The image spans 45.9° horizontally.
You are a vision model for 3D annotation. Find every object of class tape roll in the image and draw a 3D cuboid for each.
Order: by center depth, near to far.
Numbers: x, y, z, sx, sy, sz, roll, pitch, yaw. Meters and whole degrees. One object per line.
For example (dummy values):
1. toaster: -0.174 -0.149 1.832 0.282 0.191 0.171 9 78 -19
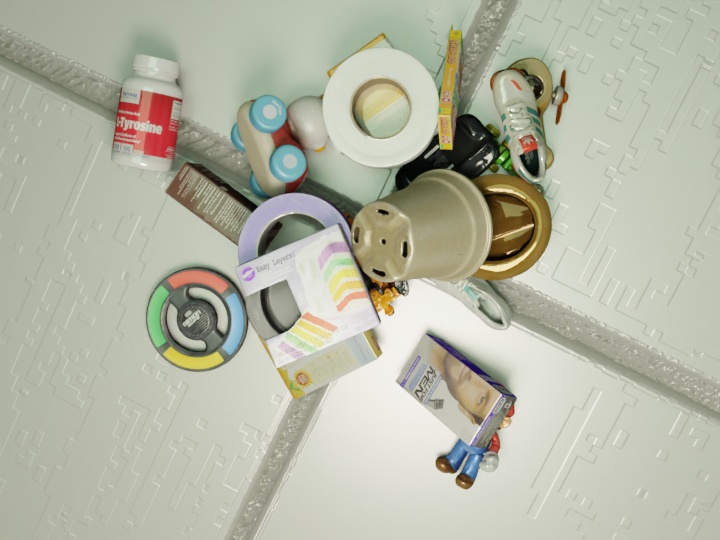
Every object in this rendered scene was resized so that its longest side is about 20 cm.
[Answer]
1. tape roll: 0.036 -0.275 1.459 0.201 0.071 0.203 0 94 4
2. tape roll: -0.107 -0.033 1.469 0.199 0.085 0.201 0 93 3

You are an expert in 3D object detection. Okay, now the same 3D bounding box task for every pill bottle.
1. pill bottle: -0.388 -0.287 1.561 0.112 0.112 0.201 10 96 5

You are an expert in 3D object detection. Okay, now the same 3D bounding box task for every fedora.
1. fedora: 0.242 -0.079 1.521 0.200 0.082 0.202 2 98 14

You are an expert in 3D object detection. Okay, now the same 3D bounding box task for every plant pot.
1. plant pot: 0.090 -0.063 1.434 0.200 0.183 0.201 11 107 39

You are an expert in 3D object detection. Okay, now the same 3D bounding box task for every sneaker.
1. sneaker: 0.277 -0.240 1.435 0.070 0.093 0.201 -16 110 4
2. sneaker: 0.196 0.033 1.533 0.200 0.088 0.075 40 99 2

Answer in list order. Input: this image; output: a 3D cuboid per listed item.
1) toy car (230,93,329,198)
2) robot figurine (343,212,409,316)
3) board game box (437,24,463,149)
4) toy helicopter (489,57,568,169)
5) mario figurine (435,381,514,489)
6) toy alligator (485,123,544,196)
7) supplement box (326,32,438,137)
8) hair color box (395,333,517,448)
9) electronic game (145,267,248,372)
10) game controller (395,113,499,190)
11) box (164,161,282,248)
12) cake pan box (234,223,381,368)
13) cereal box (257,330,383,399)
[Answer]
1. toy car: -0.106 -0.240 1.529 0.199 0.184 0.178 -23 92 -21
2. robot figurine: 0.000 0.000 1.562 0.145 0.058 0.200 -38 89 18
3. board game box: 0.156 -0.317 1.463 0.030 0.096 0.201 3 64 10
4. toy helicopter: 0.315 -0.277 1.510 0.132 0.079 0.201 -14 100 -2
5. mario figurine: 0.203 0.291 1.544 0.123 0.106 0.201 26 99 1
6. toy alligator: 0.257 -0.200 1.523 0.200 0.054 0.059 43 98 2
7. supplement box: 0.047 -0.303 1.529 0.126 0.074 0.200 -33 91 7
8. hair color box: 0.167 0.212 1.512 0.200 0.065 0.110 37 100 38
9. electronic game: -0.311 0.094 1.618 0.199 0.042 0.201 1 95 7
10. game controller: 0.151 -0.186 1.522 0.200 0.042 0.105 -39 76 27
11. box: -0.249 -0.114 1.565 0.200 0.100 0.075 38 97 2
12. cake pan box: -0.090 0.042 1.407 0.199 0.052 0.185 -22 91 4
13. cereal box: -0.075 0.135 1.570 0.200 0.040 0.144 -28 92 24
